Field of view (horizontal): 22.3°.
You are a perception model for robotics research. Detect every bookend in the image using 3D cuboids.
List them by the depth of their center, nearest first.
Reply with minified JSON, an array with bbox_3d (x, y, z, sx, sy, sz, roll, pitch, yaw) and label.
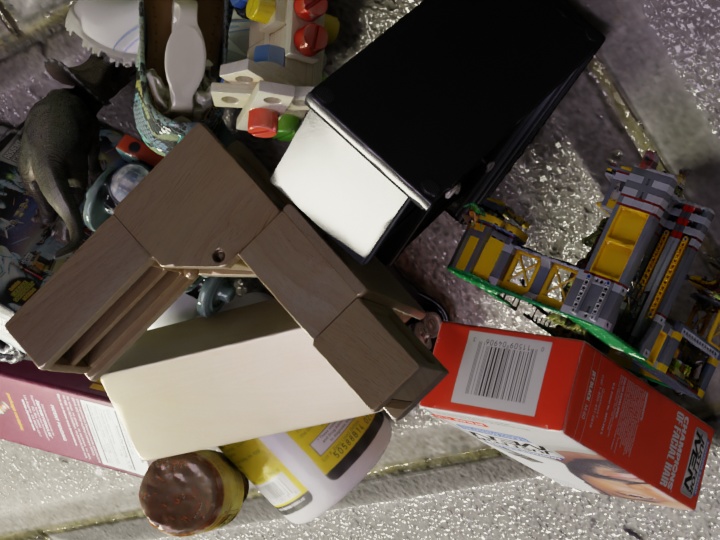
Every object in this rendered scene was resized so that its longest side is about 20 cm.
[{"bbox_3d":[0.024,-0.065,1.105,0.092,0.200,0.199,42,139,6],"label":"bookend"}]

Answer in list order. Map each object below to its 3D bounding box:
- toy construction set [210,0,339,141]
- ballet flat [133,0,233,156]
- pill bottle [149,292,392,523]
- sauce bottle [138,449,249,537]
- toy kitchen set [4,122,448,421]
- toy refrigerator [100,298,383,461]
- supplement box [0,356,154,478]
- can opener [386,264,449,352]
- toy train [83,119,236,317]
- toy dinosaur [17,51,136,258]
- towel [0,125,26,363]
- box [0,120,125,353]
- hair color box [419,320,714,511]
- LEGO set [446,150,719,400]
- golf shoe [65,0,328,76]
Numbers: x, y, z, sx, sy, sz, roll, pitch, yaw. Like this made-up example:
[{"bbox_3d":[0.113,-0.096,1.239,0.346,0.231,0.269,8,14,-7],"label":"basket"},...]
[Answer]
[{"bbox_3d":[-0.034,-0.156,1.091,0.092,0.201,0.131,29,154,-25],"label":"toy construction set"},{"bbox_3d":[-0.108,-0.172,1.143,0.074,0.074,0.201,-8,83,41],"label":"ballet flat"},{"bbox_3d":[-0.079,0.088,1.396,0.200,0.111,0.111,47,139,-10],"label":"pill bottle"},{"bbox_3d":[-0.120,0.170,1.407,0.066,0.066,0.200,31,180,10],"label":"sauce bottle"},{"bbox_3d":[-0.068,0.048,1.143,0.180,0.163,0.200,-45,75,7],"label":"toy kitchen set"},{"bbox_3d":[-0.074,0.069,1.283,0.199,0.070,0.076,-14,112,26],"label":"toy refrigerator"},{"bbox_3d":[-0.217,0.091,1.503,0.199,0.110,0.086,10,133,29],"label":"supplement box"},{"bbox_3d":[0.000,0.000,1.294,0.078,0.063,0.200,-7,122,41],"label":"can opener"},{"bbox_3d":[-0.119,-0.046,1.256,0.085,0.114,0.200,26,167,18],"label":"toy train"},{"bbox_3d":[-0.210,-0.082,1.264,0.077,0.200,0.103,3,127,11],"label":"toy dinosaur"},{"bbox_3d":[-0.299,-0.026,1.419,0.199,0.166,0.086,20,141,21],"label":"towel"},{"bbox_3d":[-0.229,-0.035,1.328,0.137,0.200,0.040,27,136,13],"label":"box"},{"bbox_3d":[0.139,0.098,1.199,0.111,0.064,0.200,7,165,38],"label":"hair color box"},{"bbox_3d":[0.161,-0.010,1.125,0.200,0.116,0.154,31,173,-40],"label":"LEGO set"},{"bbox_3d":[-0.107,-0.176,1.225,0.199,0.078,0.098,16,114,22],"label":"golf shoe"}]
